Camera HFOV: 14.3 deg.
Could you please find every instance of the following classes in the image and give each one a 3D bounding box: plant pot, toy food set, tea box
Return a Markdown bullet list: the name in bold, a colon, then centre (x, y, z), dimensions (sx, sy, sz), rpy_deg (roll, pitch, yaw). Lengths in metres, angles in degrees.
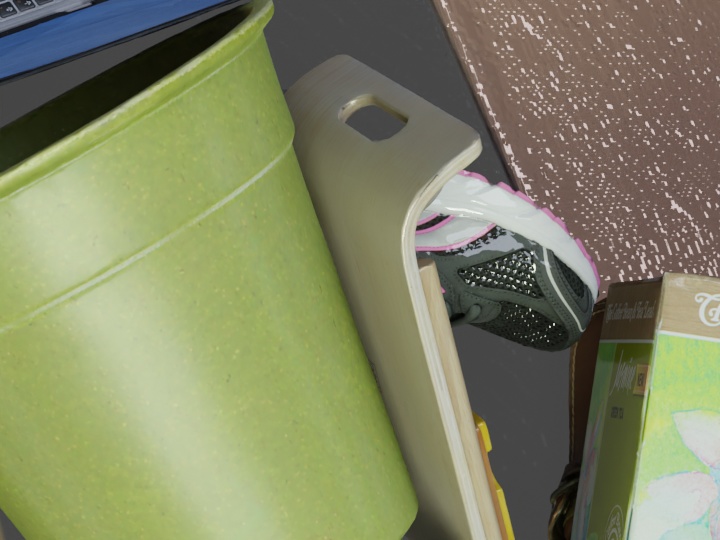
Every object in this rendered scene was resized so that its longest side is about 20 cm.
- **plant pot**: centre (-0.073, 0.033, 1.022), dimensions (0.200, 0.200, 0.191), rpy_deg (-38, 103, -44)
- **toy food set**: centre (0.031, 0.028, 1.070), dimensions (0.060, 0.143, 0.201), rpy_deg (-21, 113, -15)
- **tea box**: centre (0.186, 0.111, 1.086), dimensions (0.199, 0.134, 0.198), rpy_deg (8, 87, -4)

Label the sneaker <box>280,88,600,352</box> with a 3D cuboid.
- **sneaker**: centre (0.000, 0.000, 1.172), dimensions (0.199, 0.080, 0.087), rpy_deg (22, 65, -18)

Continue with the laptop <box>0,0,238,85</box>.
- **laptop**: centre (-0.154, -0.129, 1.060), dimensions (0.187, 0.116, 0.200), rpy_deg (-25, 71, -44)

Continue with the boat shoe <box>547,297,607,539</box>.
- **boat shoe**: centre (0.116, 0.099, 1.196), dimensions (0.068, 0.072, 0.201), rpy_deg (7, 62, -37)
